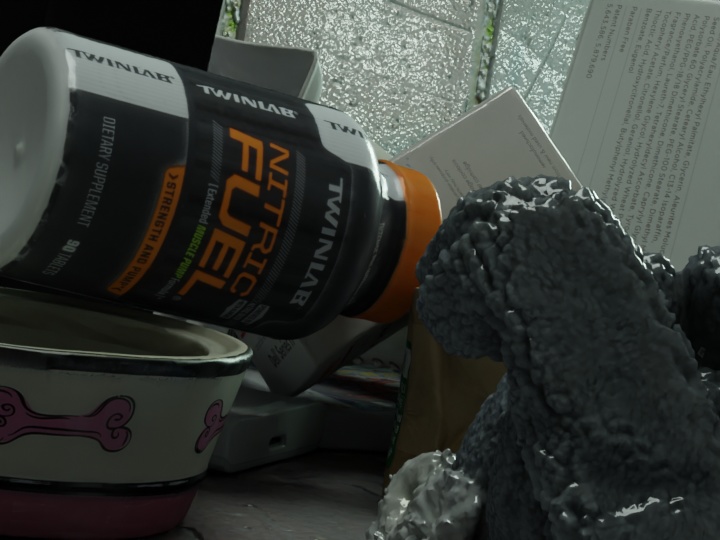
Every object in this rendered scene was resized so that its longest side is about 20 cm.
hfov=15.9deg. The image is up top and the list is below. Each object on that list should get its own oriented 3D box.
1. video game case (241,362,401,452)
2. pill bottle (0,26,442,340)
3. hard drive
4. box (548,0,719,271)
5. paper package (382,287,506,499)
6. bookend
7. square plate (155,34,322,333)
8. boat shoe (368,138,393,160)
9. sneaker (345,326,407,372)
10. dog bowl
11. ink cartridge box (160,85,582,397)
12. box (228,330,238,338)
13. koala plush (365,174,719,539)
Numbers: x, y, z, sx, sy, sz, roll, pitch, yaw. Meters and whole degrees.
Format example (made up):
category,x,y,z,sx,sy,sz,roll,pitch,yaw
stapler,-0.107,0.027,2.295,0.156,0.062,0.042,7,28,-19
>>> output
category,x,y,z,sx,sy,sz,roll,pitch,yaw
video game case,0.023,0.073,1.382,0.199,0.023,0.182,6,5,-30
pill bottle,-0.064,-0.031,1.110,0.199,0.107,0.106,13,2,-30
hard drive,-0.131,0.060,1.220,0.199,0.027,0.132,11,5,18
box,0.195,-0.033,1.549,0.130,0.201,0.199,10,-20,23
paper package,0.120,0.064,1.175,0.189,0.104,0.200,8,5,12
bookend,-0.170,-0.061,1.341,0.092,0.200,0.200,16,-9,-27
square plate,-0.087,-0.029,1.397,0.028,0.199,0.200,24,-2,-23
boat shoe,0.034,-0.007,1.432,0.200,0.075,0.062,39,49,8
sneaker,0.004,0.032,1.372,0.200,0.085,0.073,37,15,30
dog bowl,-0.145,0.052,1.009,0.199,0.074,0.200,8,4,-1
ink cartridge box,0.000,0.000,1.247,0.199,0.068,0.117,-32,-5,-15
box,-0.058,0.008,1.566,0.175,0.097,0.200,6,6,-28
koala plush,0.091,0.072,0.898,0.176,0.185,0.200,-6,-11,-21
